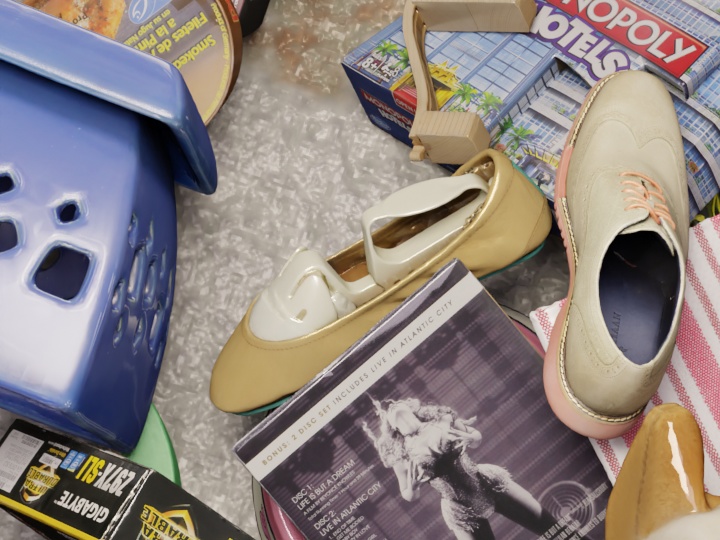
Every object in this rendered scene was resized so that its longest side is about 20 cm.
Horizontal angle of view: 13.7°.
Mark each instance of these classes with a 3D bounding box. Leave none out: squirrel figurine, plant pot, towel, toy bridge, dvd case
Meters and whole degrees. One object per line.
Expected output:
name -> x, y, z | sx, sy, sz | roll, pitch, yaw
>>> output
squirrel figurine -> 0.211, 0.179, 1.453 | 0.186, 0.142, 0.200 | 5, 120, -33
plant pot -> -0.181, -0.033, 1.492 | 0.200, 0.200, 0.180 | 22, 82, 7
towel -> 0.189, 0.049, 1.528 | 0.200, 0.030, 0.147 | -26, 89, -30
toy bridge -> 0.058, -0.138, 1.579 | 0.067, 0.027, 0.200 | 4, 57, 28
dvd case -> 0.056, 0.116, 1.501 | 0.149, 0.016, 0.200 | -41, 97, 0

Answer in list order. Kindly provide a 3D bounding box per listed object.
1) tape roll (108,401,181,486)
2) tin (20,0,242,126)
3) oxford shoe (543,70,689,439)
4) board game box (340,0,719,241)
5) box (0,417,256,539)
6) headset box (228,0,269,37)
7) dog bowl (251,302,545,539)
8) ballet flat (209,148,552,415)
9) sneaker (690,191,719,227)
tape roll -> -0.195, 0.123, 1.589 | 0.200, 0.048, 0.201 | 0, 78, 1
tin -> -0.151, -0.093, 1.601 | 0.200, 0.042, 0.112 | -35, 91, 17
oxford shoe -> 0.136, -0.019, 1.461 | 0.071, 0.074, 0.200 | 13, 61, -14
board game box -> 0.130, -0.122, 1.597 | 0.200, 0.062, 0.200 | 33, 73, 35
box -> -0.076, 0.152, 1.480 | 0.200, 0.160, 0.049 | 38, 76, -28
headset box -> -0.110, -0.221, 1.617 | 0.200, 0.077, 0.149 | 24, 110, 7
dog bowl -> 0.037, 0.104, 1.565 | 0.200, 0.074, 0.201 | -1, 79, 6
ballet flat -> 0.000, 0.000, 1.524 | 0.200, 0.063, 0.069 | -31, 38, 1
sneaker -> 0.170, -0.015, 1.591 | 0.074, 0.085, 0.200 | 4, 78, 1
